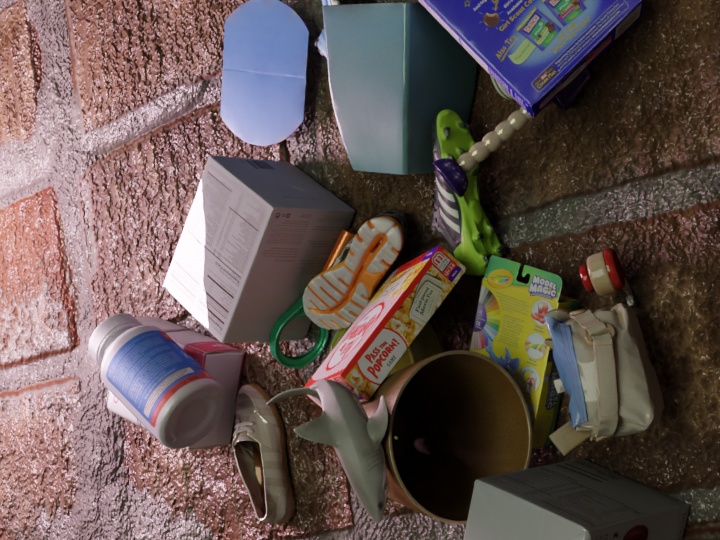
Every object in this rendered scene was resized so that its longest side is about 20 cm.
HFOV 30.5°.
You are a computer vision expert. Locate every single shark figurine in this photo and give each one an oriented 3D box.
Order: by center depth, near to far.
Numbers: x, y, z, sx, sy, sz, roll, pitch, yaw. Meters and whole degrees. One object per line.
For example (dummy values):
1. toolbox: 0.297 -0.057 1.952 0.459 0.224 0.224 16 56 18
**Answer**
1. shark figurine: -0.038 0.162 1.423 0.215 0.089 0.129 -130 38 -49

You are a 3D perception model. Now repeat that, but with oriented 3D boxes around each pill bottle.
1. pill bottle: -0.285 0.145 1.809 0.200 0.112 0.113 39 115 32

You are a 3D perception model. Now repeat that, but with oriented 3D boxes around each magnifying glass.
1. magnifying glass: -0.056 0.039 1.740 0.022 0.079 0.201 37 104 54

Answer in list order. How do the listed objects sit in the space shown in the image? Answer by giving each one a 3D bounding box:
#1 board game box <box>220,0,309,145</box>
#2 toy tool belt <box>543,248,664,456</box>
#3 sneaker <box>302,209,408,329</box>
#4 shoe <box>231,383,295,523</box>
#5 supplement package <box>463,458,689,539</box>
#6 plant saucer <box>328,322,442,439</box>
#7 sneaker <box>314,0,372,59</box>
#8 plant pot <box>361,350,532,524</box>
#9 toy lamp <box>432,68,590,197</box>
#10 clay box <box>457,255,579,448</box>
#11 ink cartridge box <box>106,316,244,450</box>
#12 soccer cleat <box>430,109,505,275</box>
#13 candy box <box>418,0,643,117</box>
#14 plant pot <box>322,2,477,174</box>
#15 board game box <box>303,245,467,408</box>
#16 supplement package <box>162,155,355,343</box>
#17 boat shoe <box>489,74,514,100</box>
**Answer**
1. board game box: -0.122 -0.273 1.823 0.158 0.039 0.201 11 102 38
2. toy tool belt: 0.239 0.087 1.408 0.123 0.125 0.201 -18 76 19
3. sneaker: 0.000 0.000 1.679 0.078 0.077 0.200 41 121 -2
4. shoe: -0.139 0.252 1.822 0.070 0.053 0.201 -29 71 39
5. supplement package: 0.217 0.320 1.386 0.147 0.200 0.192 19 103 41
6. plant saucer: 0.022 0.132 1.687 0.200 0.031 0.201 -1 89 44
7. sneaker: -0.033 -0.319 1.711 0.090 0.078 0.201 -25 73 44
8. plant pot: 0.062 0.189 1.508 0.200 0.186 0.187 -11 82 59
9. toy lamp: 0.172 -0.166 1.483 0.200 0.058 0.058 -40 59 2
10. clay box: 0.183 0.091 1.522 0.115 0.048 0.201 20 103 43
11. ink cartridge box: -0.273 0.160 1.929 0.200 0.083 0.147 18 102 41
12. soccer cleat: 0.110 -0.089 1.564 0.081 0.067 0.201 -9 98 48
13. candy box: 0.177 -0.297 1.429 0.169 0.077 0.200 -43 81 3
14. plant pot: 0.052 -0.220 1.594 0.141 0.141 0.201 8 103 43
15. board game box: 0.027 0.072 1.552 0.046 0.200 0.151 41 158 -8
16. supplement package: -0.137 -0.028 1.754 0.151 0.151 0.201 38 115 37
17. boat shoe: 0.190 -0.294 1.503 0.062 0.074 0.201 12 93 48
